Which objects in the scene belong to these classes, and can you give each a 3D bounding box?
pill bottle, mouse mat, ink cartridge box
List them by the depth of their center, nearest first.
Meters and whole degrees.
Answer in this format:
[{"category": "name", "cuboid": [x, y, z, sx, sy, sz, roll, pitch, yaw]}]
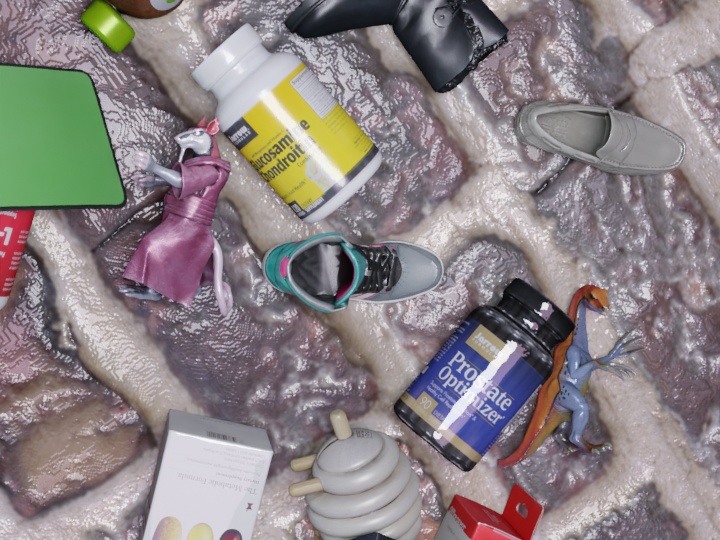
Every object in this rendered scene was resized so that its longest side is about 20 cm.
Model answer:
[{"category": "mouse mat", "cuboid": [-0.330, -0.132, 1.148, 0.200, 0.008, 0.161, -5, 72, -46]}, {"category": "pill bottle", "cuboid": [-0.397, -0.026, 1.176, 0.112, 0.112, 0.200, 17, 92, -10]}, {"category": "pill bottle", "cuboid": [-0.079, -0.154, 1.215, 0.112, 0.112, 0.200, -43, 100, -3]}, {"category": "pill bottle", "cuboid": [0.138, 0.110, 1.273, 0.112, 0.112, 0.200, 40, 88, -10]}, {"category": "ink cartridge box", "cuboid": [0.119, 0.326, 1.286, 0.067, 0.116, 0.200, 25, 90, -10]}]

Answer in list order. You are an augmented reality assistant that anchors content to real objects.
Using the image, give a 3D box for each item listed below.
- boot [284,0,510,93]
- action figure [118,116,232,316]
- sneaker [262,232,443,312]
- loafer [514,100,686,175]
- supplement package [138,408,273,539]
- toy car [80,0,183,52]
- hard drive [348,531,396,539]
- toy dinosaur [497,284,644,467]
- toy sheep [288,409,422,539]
[{"category": "boot", "cuboid": [0.043, -0.257, 1.243, 0.200, 0.076, 0.168, -36, 96, -11]}, {"category": "action figure", "cuboid": [-0.172, -0.060, 1.195, 0.149, 0.134, 0.200, 21, 98, -7]}, {"category": "sneaker", "cuboid": [0.000, 0.000, 1.237, 0.200, 0.121, 0.084, 0, 95, -9]}, {"category": "loafer", "cuboid": [0.270, -0.145, 1.293, 0.200, 0.070, 0.070, 8, 93, -10]}, {"category": "supplement package", "cuboid": [-0.172, 0.264, 1.238, 0.114, 0.110, 0.200, 13, 93, -9]}, {"category": "toy car", "cuboid": [-0.234, -0.323, 1.131, 0.158, 0.200, 0.164, 43, 88, -10]}, {"category": "hard drive", "cuboid": [0.000, 0.335, 1.237, 0.135, 0.200, 0.042, 27, 47, -27]}, {"category": "toy dinosaur", "cuboid": [0.235, 0.113, 1.299, 0.200, 0.105, 0.182, -13, 88, -2]}, {"category": "toy sheep", "cuboid": [-0.002, 0.238, 1.255, 0.138, 0.138, 0.200, -21, 116, -7]}]
